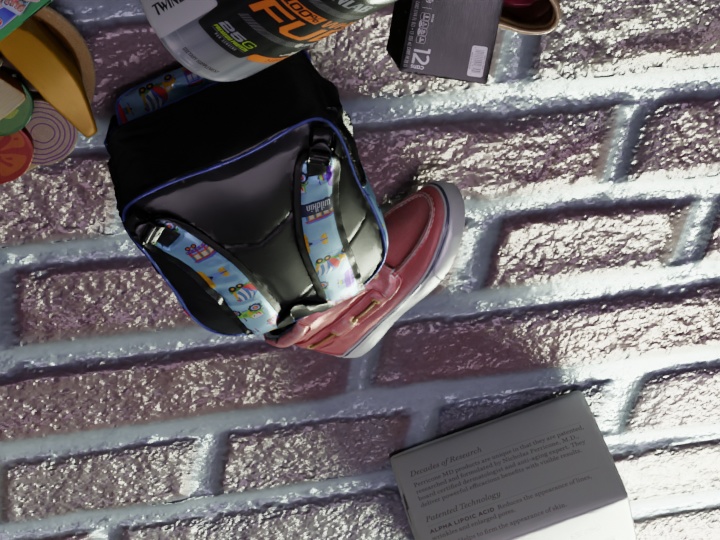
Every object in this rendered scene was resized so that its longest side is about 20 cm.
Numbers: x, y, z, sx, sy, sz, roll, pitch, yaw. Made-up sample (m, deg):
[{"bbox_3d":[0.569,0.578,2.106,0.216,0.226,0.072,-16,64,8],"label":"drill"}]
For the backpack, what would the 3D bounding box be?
[{"bbox_3d":[-0.077,-0.051,1.526,0.182,0.135,0.200,-24,140,4],"label":"backpack"}]

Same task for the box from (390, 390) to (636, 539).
[{"bbox_3d":[0.153,0.246,1.962,0.199,0.131,0.199,-19,140,-1],"label":"box"}]

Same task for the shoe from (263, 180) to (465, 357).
[{"bbox_3d":[0.000,0.000,1.665,0.091,0.072,0.200,6,138,-36],"label":"shoe"}]

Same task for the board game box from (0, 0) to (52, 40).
[{"bbox_3d":[-0.305,-0.196,1.254,0.134,0.029,0.200,-32,126,28],"label":"board game box"}]

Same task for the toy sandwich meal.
[{"bbox_3d":[-0.275,-0.114,1.421,0.204,0.070,0.206,-12,139,-10],"label":"toy sandwich meal"}]

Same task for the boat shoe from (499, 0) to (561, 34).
[{"bbox_3d":[0.068,-0.220,1.449,0.199,0.069,0.074,15,129,-35],"label":"boat shoe"}]

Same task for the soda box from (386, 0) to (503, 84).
[{"bbox_3d":[0.068,-0.231,1.369,0.063,0.071,0.201,8,108,-10],"label":"soda box"}]

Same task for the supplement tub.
[{"bbox_3d":[-0.040,-0.210,1.327,0.200,0.123,0.122,-23,146,40],"label":"supplement tub"}]
